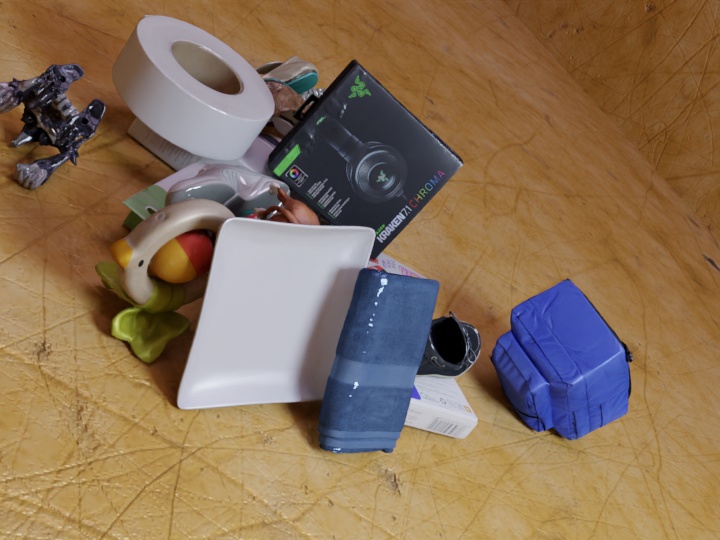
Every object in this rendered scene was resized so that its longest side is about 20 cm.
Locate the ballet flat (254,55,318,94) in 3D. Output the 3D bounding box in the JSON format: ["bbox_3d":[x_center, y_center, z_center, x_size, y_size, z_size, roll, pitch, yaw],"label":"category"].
[{"bbox_3d":[-0.155,-0.260,1.532,0.200,0.070,0.070,-30,66,-24],"label":"ballet flat"}]

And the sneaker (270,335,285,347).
[{"bbox_3d":[-0.114,0.038,1.195,0.089,0.078,0.200,46,14,-35],"label":"sneaker"}]

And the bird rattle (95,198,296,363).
[{"bbox_3d":[-0.165,-0.004,1.040,0.163,0.199,0.113,77,-12,-58],"label":"bird rattle"}]

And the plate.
[{"bbox_3d":[-0.089,0.041,1.064,0.199,0.200,0.032,2,21,-43],"label":"plate"}]

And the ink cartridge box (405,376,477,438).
[{"bbox_3d":[0.030,0.107,1.291,0.198,0.043,0.200,20,30,-38],"label":"ink cartridge box"}]

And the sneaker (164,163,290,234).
[{"bbox_3d":[-0.164,-0.084,1.190,0.080,0.071,0.200,33,19,21],"label":"sneaker"}]

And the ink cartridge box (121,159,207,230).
[{"bbox_3d":[-0.203,-0.055,1.223,0.104,0.059,0.200,40,25,1],"label":"ink cartridge box"}]

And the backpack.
[{"bbox_3d":[0.276,0.136,1.446,0.163,0.167,0.200,65,3,37],"label":"backpack"}]

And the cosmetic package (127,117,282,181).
[{"bbox_3d":[-0.196,-0.160,1.393,0.200,0.071,0.101,38,25,-5],"label":"cosmetic package"}]

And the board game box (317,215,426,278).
[{"bbox_3d":[0.000,0.000,1.361,0.199,0.040,0.153,30,13,2],"label":"board game box"}]

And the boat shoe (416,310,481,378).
[{"bbox_3d":[0.106,0.091,1.278,0.200,0.062,0.075,0,67,-59],"label":"boat shoe"}]

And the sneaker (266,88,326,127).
[{"bbox_3d":[-0.099,-0.251,1.642,0.199,0.070,0.099,9,0,-24],"label":"sneaker"}]

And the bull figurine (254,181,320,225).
[{"bbox_3d":[-0.054,-0.006,1.167,0.121,0.065,0.200,38,-22,50],"label":"bull figurine"}]

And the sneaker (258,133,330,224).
[{"bbox_3d":[-0.084,-0.127,1.483,0.200,0.079,0.079,44,31,13],"label":"sneaker"}]

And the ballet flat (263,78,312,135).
[{"bbox_3d":[-0.084,-0.213,1.527,0.200,0.070,0.066,19,64,-50],"label":"ballet flat"}]

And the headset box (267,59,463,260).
[{"bbox_3d":[-0.001,-0.149,1.354,0.200,0.174,0.093,42,9,-13],"label":"headset box"}]

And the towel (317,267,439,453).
[{"bbox_3d":[0.015,0.097,1.124,0.111,0.201,0.048,10,8,-44],"label":"towel"}]

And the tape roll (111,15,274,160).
[{"bbox_3d":[-0.210,-0.231,1.326,0.202,0.071,0.203,30,29,-18],"label":"tape roll"}]

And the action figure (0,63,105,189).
[{"bbox_3d":[-0.348,-0.160,1.134,0.102,0.200,0.119,-36,102,-28],"label":"action figure"}]
